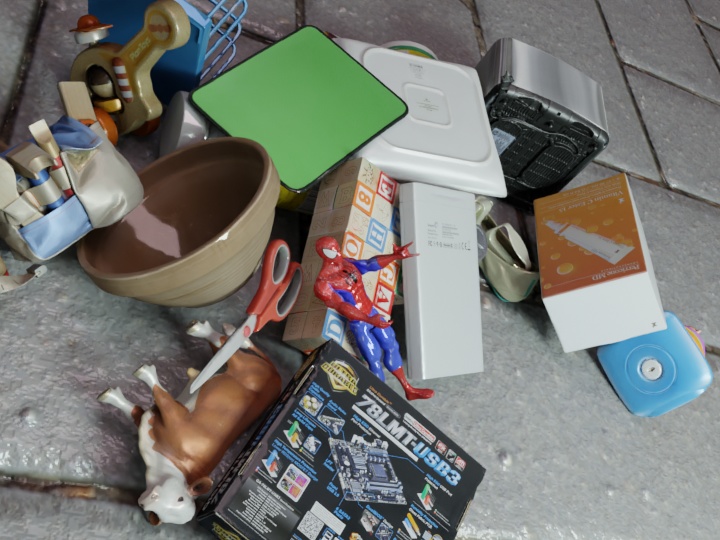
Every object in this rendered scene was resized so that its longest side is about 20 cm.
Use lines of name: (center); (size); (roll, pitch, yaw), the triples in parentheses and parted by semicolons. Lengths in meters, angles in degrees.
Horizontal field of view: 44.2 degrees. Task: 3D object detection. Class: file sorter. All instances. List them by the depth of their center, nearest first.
file sorter: (-0.201, -0.288, 0.958); (0.139, 0.200, 0.123); (35, 68, -3)

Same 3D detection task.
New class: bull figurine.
bull figurine: (-0.145, 0.123, 0.764); (0.121, 0.065, 0.200); (54, 39, -7)

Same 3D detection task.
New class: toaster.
toaster: (0.215, -0.194, 1.184); (0.181, 0.200, 0.119); (21, 50, -17)

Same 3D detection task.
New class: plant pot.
plant pot: (-0.157, -0.031, 0.843); (0.201, 0.201, 0.093); (-76, 148, -44)

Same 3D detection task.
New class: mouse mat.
mouse mat: (-0.061, -0.177, 0.939); (0.161, 0.008, 0.200); (42, 56, 10)

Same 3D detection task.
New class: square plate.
square plate: (0.070, -0.183, 1.020); (0.200, 0.028, 0.198); (7, 57, -23)

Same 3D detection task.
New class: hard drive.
hard drive: (0.089, 0.012, 0.954); (0.132, 0.027, 0.200); (3, 83, -55)

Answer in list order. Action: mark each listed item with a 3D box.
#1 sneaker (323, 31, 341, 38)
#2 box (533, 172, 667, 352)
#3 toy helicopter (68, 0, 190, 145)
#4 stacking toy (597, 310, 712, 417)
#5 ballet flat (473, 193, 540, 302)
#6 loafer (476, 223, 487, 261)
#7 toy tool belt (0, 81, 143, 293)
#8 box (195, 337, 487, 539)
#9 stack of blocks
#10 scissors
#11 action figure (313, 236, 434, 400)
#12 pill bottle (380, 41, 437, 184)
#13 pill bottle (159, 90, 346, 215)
sneaker: (-0.069, -0.248, 1.139); (0.090, 0.075, 0.200); (27, 37, 0)
box: (0.292, -0.012, 1.100); (0.200, 0.124, 0.098); (-82, 149, -49)
toy helicopter: (-0.237, -0.217, 0.897); (0.079, 0.200, 0.132); (-35, 95, -46)
stacking toy: (0.400, 0.105, 1.143); (0.200, 0.116, 0.110); (-14, 72, -57)
ballet flat: (0.157, -0.052, 1.122); (0.069, 0.069, 0.200); (-21, 68, -43)
loafer: (0.052, -0.031, 1.050); (0.200, 0.063, 0.072); (4, 82, -24)
toy tool belt: (-0.298, -0.075, 0.783); (0.200, 0.125, 0.123); (-43, 123, -35)
box: (-0.008, 0.195, 0.775); (0.200, 0.050, 0.199); (41, 51, -9)
stack of blocks: (0.000, 0.000, 0.918); (0.115, 0.059, 0.200); (33, 60, -38)
scissors: (-0.097, 0.053, 0.800); (0.014, 0.073, 0.200); (5, 46, 21)
action figure: (0.026, 0.050, 0.826); (0.065, 0.099, 0.200); (-47, 115, -41)
pill bottle: (0.055, -0.187, 1.121); (0.113, 0.113, 0.200); (18, 46, -21)
pill bottle: (-0.111, -0.130, 0.973); (0.200, 0.113, 0.113); (10, 50, -27)
